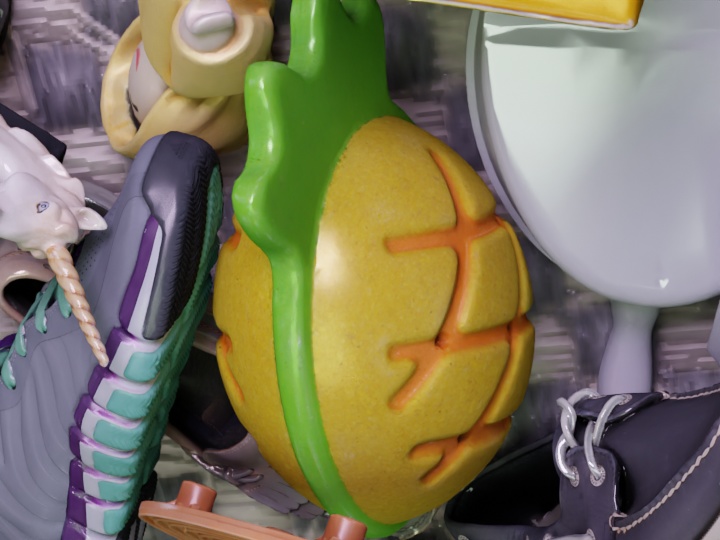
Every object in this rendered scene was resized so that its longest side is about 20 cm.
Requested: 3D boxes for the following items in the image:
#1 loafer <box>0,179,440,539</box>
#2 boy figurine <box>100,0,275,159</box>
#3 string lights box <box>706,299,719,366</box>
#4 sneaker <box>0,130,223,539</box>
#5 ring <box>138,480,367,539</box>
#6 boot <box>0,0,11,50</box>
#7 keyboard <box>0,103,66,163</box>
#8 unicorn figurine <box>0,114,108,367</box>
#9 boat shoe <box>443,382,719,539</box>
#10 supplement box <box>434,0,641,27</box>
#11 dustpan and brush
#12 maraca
[{"bbox_3d":[-0.055,0.046,0.846,0.200,0.063,0.072,36,119,-8],"label":"loafer"},{"bbox_3d":[-0.060,-0.111,0.740,0.064,0.125,0.200,-10,148,-10],"label":"boy figurine"},{"bbox_3d":[0.198,0.070,0.726,0.059,0.103,0.200,-32,70,-9],"label":"string lights box"},{"bbox_3d":[-0.107,0.034,0.776,0.087,0.075,0.201,19,121,3],"label":"sneaker"},{"bbox_3d":[0.019,0.109,0.777,0.199,0.200,0.019,18,78,2],"label":"ring"},{"bbox_3d":[-0.182,-0.161,0.767,0.130,0.068,0.201,1,127,6],"label":"boot"},{"bbox_3d":[-0.183,-0.089,0.773,0.199,0.040,0.104,32,151,-22],"label":"keyboard"},{"bbox_3d":[-0.172,-0.050,0.729,0.199,0.074,0.137,16,166,43],"label":"unicorn figurine"},{"bbox_3d":[0.084,0.077,0.792,0.063,0.073,0.200,37,153,-3],"label":"boat shoe"},{"bbox_3d":[0.044,-0.186,0.651,0.109,0.109,0.201,9,112,7],"label":"supplement box"},{"bbox_3d":[0.101,-0.013,0.794,0.139,0.057,0.201,1,113,-3],"label":"dustpan and brush"},{"bbox_3d":[0.000,0.000,0.762,0.106,0.137,0.201,0,130,22],"label":"maraca"}]
